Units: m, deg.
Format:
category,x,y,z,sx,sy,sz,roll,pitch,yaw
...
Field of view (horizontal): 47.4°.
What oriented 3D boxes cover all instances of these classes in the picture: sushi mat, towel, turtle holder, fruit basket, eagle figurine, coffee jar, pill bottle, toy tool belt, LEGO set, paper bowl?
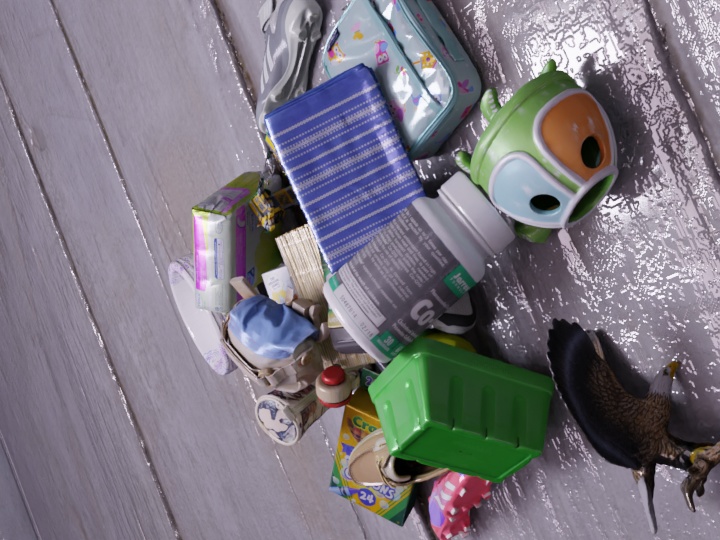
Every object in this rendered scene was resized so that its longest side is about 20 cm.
category,x,y,z,sx,sy,sz,roll,pitch,yaw
sushi mat,-0.044,0.036,1.101,0.094,0.012,0.204,-17,96,32
towel,-0.012,-0.119,0.948,0.024,0.142,0.204,-26,-88,-88
turtle holder,0.179,-0.103,0.836,0.132,0.139,0.187,49,130,21
fruit basket,0.115,0.135,0.994,0.218,0.213,0.156,56,136,16
eagle figurine,0.274,0.146,0.846,0.198,0.150,0.154,28,135,25
coffee jar,0.000,0.000,1.013,0.103,0.084,0.205,-9,89,47
pill bottle,0.064,-0.005,0.894,0.199,0.113,0.114,-42,70,7
toy tool belt,-0.095,0.088,1.065,0.197,0.124,0.125,22,130,32
LEGO set,-0.058,-0.109,1.090,0.117,0.152,0.201,52,139,20
paper bowl,-0.227,0.059,1.346,0.201,0.103,0.203,46,152,33

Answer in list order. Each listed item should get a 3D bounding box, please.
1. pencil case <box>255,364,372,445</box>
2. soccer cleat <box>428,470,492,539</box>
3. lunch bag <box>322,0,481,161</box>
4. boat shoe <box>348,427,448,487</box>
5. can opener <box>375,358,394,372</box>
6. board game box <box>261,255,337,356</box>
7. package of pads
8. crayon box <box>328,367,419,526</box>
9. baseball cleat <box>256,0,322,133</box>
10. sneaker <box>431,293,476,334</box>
category,x,y,z,sx,sy,sz,roll,pitch,yaw
pencil case,-0.062,0.169,1.158,0.078,0.199,0.090,50,131,7
soccer cleat,0.122,0.291,1.079,0.202,0.065,0.077,94,152,-51
lunch bag,0.045,-0.244,0.977,0.202,0.076,0.161,57,138,13
boat shoe,0.053,0.248,1.085,0.198,0.066,0.075,-30,99,34
can opener,-0.013,0.070,1.174,0.200,0.066,0.053,46,132,19
board game box,-0.031,0.041,1.124,0.197,0.034,0.137,-17,95,32
package of pads,-0.178,-0.051,1.204,0.067,0.200,0.158,9,114,14
crayon box,0.031,0.254,1.172,0.123,0.052,0.204,21,121,18
baseball cleat,-0.111,-0.297,1.148,0.107,0.069,0.202,48,125,32
sneaker,0.087,-0.018,1.018,0.202,0.075,0.088,57,137,14
